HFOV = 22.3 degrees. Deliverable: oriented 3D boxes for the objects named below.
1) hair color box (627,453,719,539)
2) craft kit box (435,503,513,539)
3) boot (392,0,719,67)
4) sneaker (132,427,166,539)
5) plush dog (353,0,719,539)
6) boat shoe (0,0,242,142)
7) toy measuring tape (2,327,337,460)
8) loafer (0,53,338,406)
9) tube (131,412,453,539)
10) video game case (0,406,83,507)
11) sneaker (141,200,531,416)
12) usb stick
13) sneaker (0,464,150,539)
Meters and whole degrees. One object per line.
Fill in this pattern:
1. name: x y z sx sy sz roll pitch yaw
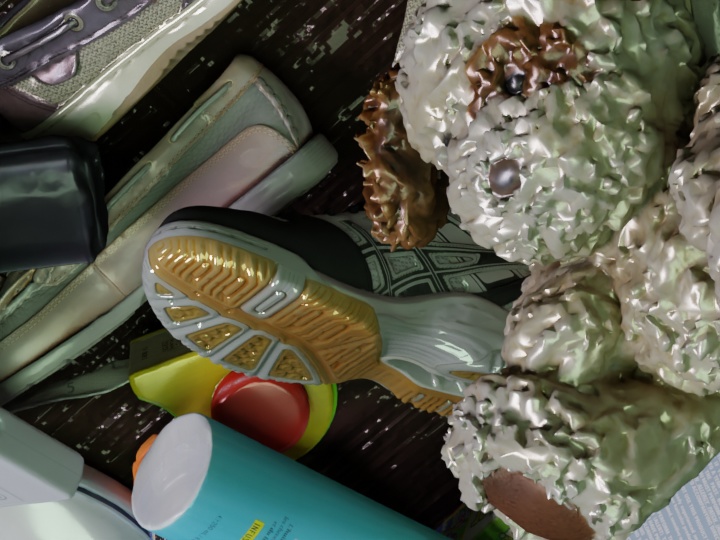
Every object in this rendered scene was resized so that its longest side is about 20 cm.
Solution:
1. hair color box: 0.137 0.111 0.719 0.099 0.061 0.200 11 139 -46
2. craft kit box: 0.155 0.135 0.820 0.197 0.049 0.200 33 125 -13
3. boot: 0.083 -0.044 0.678 0.154 0.072 0.201 5 110 1
4. sneaker: -0.035 0.159 0.840 0.075 0.079 0.200 -37 113 18
5. plush dog: 0.086 -0.034 0.579 0.172 0.160 0.200 47 137 0
6. boat shoe: -0.078 -0.124 0.698 0.065 0.072 0.200 36 116 -24
7. toy measuring tape: -0.080 0.063 0.791 0.199 0.074 0.074 -20 117 3
8. loafer: -0.105 -0.012 0.757 0.200 0.072 0.063 -35 97 2
9. tube: -0.005 0.122 0.783 0.200 0.051 0.077 31 132 -33
10. video game case: -0.241 0.057 0.726 0.199 0.024 0.182 -11 146 35
11. sneaker: 0.000 0.000 0.740 0.199 0.088 0.076 18 150 -34
12. usb stick: -0.196 -0.017 0.699 0.199 0.033 0.056 -7 125 -2
13. sneaker: -0.108 0.162 0.843 0.073 0.071 0.200 -37 113 15
